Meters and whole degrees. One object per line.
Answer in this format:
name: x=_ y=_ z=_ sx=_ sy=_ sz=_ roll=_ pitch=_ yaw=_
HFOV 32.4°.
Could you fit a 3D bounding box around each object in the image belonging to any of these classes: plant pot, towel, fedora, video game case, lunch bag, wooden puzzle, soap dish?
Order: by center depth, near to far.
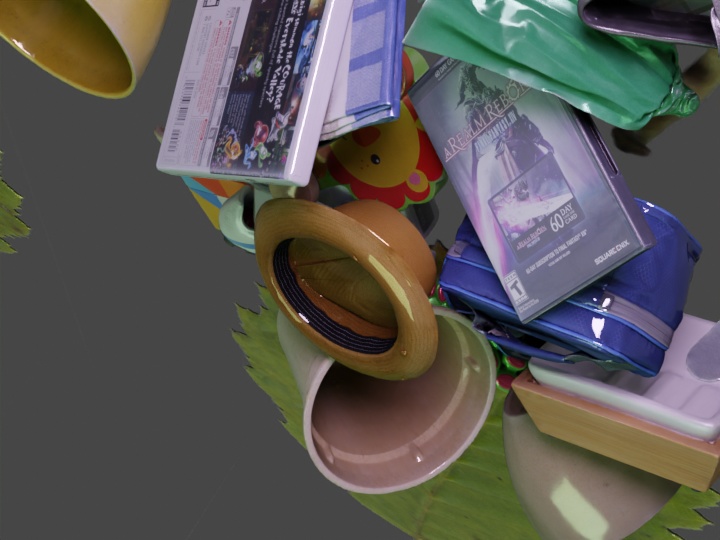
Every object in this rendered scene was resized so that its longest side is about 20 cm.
video game case: x=0.116 y=-0.078 z=0.890 sx=0.143 sy=0.019 sz=0.202 roll=-39 pitch=75 yaw=53
towel: x=-0.038 y=-0.159 z=0.926 sx=0.024 sy=0.149 sz=0.198 roll=16 pitch=161 yaw=-41
video game case: x=-0.077 y=-0.167 z=0.938 sx=0.023 sy=0.203 sz=0.181 roll=18 pitch=174 yaw=-40
lunch bag: x=0.159 y=0.005 z=1.000 sx=0.198 sy=0.134 sz=0.135 roll=19 pitch=174 yaw=36
plant pot: x=-0.228 y=-0.263 z=1.018 sx=0.198 sy=0.143 sz=0.201 roll=29 pitch=160 yaw=11
fedora: x=0.000 y=0.000 z=1.031 sx=0.199 sy=0.082 sz=0.202 roll=31 pitch=145 yaw=24
soap dish: x=0.256 y=0.104 z=1.082 sx=0.198 sy=0.157 sz=0.082 roll=17 pitch=127 yaw=38
plant pot: x=0.005 y=0.084 z=1.224 sx=0.201 sy=0.200 sz=0.184 roll=48 pitch=180 yaw=-36
plant pot: x=0.216 y=0.159 z=1.229 sx=0.135 sy=0.201 sz=0.200 roll=47 pitch=157 yaw=-14
wooden puzzle: x=-0.140 y=-0.081 z=1.450 sx=0.198 sy=0.037 sz=0.186 roll=22 pitch=157 yaw=31

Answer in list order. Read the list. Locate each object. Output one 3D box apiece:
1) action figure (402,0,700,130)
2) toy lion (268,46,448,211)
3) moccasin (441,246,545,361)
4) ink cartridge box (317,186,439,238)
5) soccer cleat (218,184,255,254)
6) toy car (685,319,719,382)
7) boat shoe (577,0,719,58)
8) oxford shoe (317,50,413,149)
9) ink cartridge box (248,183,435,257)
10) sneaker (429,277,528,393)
action figure: x=0.136 y=-0.151 z=0.803 sx=0.198 sy=0.119 sz=0.055 roll=28 pitch=-176 yaw=-10
toy lion: x=-0.014 y=-0.140 z=1.036 sx=0.190 sy=0.069 sz=0.202 roll=-14 pitch=111 yaw=40
moccasin: x=0.149 y=0.030 z=1.226 sx=0.068 sy=0.081 sz=0.200 roll=10 pitch=164 yaw=37
ink cartridge box: x=-0.027 y=-0.117 z=1.195 sx=0.199 sy=0.050 sz=0.163 roll=28 pitch=160 yaw=30
soccer cleat: x=-0.058 y=-0.033 z=1.350 sx=0.198 sy=0.071 sz=0.086 roll=20 pitch=149 yaw=-13
toy car: x=0.287 y=0.005 z=0.747 sx=0.163 sy=0.201 sz=0.158 roll=22 pitch=157 yaw=28
boat shoe: x=0.213 y=-0.150 z=0.706 sx=0.198 sy=0.067 sz=0.070 roll=21 pitch=157 yaw=32
oxford shoe: x=-0.053 y=-0.123 z=0.988 sx=0.198 sy=0.073 sz=0.072 roll=-25 pitch=105 yaw=35
ink cartridge box: x=-0.031 y=-0.040 z=1.233 sx=0.198 sy=0.040 sz=0.099 roll=25 pitch=-172 yaw=25
sneaker: x=0.122 y=0.064 z=1.351 sx=0.199 sy=0.077 sz=0.084 roll=36 pitch=179 yaw=-1
